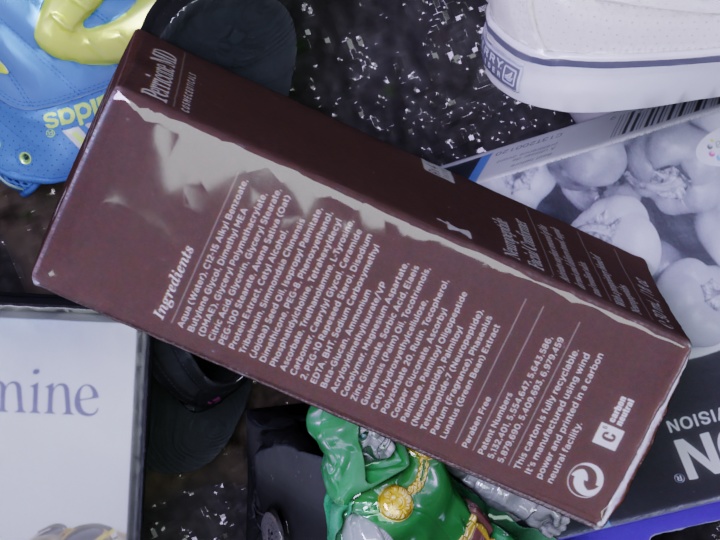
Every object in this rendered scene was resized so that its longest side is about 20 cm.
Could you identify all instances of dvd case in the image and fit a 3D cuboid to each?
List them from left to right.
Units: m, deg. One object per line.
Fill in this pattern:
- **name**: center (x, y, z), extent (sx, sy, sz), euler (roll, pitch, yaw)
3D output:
- **dvd case**: center (-0.148, 0.105, 0.788), extent (0.142, 0.018, 0.201), euler (3, 102, -5)

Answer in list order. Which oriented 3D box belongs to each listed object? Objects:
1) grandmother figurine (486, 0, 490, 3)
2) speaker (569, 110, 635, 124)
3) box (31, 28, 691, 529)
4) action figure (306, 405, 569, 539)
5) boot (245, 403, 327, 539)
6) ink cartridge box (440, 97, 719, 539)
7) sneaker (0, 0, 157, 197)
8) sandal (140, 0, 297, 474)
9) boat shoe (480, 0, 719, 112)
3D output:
- **grandmother figurine**: center (0.126, -0.147, 0.756), extent (0.200, 0.061, 0.122), euler (-38, 78, -1)
- **speaker**: center (0.133, -0.051, 0.839), extent (0.081, 0.081, 0.200), euler (-37, 103, -2)
- **box**: center (0.000, 0.000, 0.725), extent (0.199, 0.100, 0.075), euler (22, 105, -9)
- **action figure**: center (0.043, 0.111, 0.776), extent (0.200, 0.054, 0.119), euler (48, 45, -30)
- **boot**: center (0.000, 0.161, 0.814), extent (0.065, 0.165, 0.201), euler (2, 100, -33)
- **ink cartridge box**: center (0.103, 0.043, 0.819), extent (0.197, 0.043, 0.201), euler (-17, 107, 24)
- **sneaker**: center (-0.137, -0.085, 0.788), extent (0.199, 0.076, 0.106), euler (17, 97, -13)
- **sandal**: center (-0.060, -0.005, 0.798), extent (0.075, 0.048, 0.202), euler (-10, 124, -29)
- **boat shoe**: center (0.133, -0.101, 0.688), extent (0.199, 0.071, 0.070), euler (-8, 128, -15)
